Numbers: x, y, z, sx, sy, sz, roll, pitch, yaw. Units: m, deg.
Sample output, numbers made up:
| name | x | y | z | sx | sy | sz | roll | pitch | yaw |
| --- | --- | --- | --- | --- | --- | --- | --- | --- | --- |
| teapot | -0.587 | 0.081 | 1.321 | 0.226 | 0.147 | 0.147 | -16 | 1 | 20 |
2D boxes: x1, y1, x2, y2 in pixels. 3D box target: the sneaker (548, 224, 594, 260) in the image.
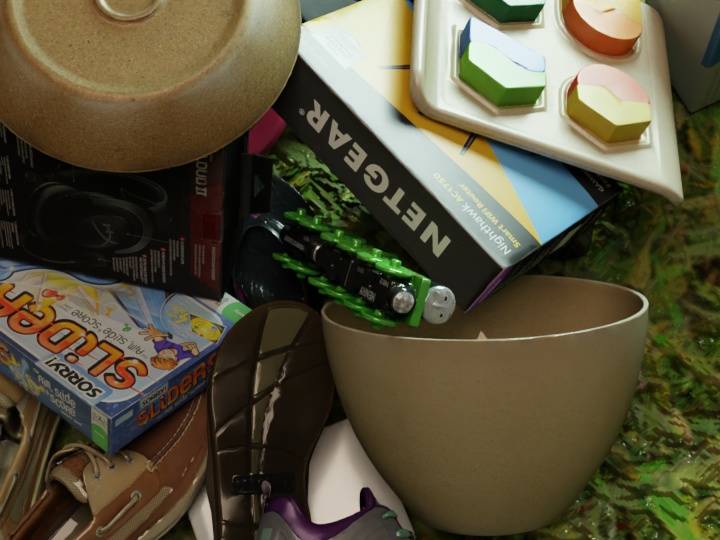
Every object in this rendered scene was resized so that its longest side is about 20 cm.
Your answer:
| name | x | y | z | sx | sy | sz | roll | pitch | yaw |
| --- | --- | --- | --- | --- | --- | --- | --- | --- | --- |
| sneaker | 0.079 | -0.091 | 1.096 | 0.199 | 0.076 | 0.114 | 19 | 66 | 6 |

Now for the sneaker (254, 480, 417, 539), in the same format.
| name | x | y | z | sx | sy | sz | roll | pitch | yaw |
| --- | --- | --- | --- | --- | --- | --- | --- | --- | --- |
| sneaker | 0.031 | 0.177 | 0.938 | 0.199 | 0.074 | 0.088 | 9 | 77 | -8 |

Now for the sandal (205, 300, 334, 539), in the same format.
| name | x | y | z | sx | sy | sz | roll | pitch | yaw |
| --- | --- | --- | --- | --- | --- | --- | --- | --- | --- |
| sandal | -0.060 | 0.119 | 0.991 | 0.081 | 0.055 | 0.201 | 2 | 81 | -18 |

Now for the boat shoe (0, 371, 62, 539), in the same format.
| name | x | y | z | sx | sy | sz | roll | pitch | yaw |
| --- | --- | --- | --- | --- | --- | --- | --- | --- | --- |
| boat shoe | -0.231 | 0.089 | 1.022 | 0.071 | 0.076 | 0.201 | -4 | 63 | 3 |

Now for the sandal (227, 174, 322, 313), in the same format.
| name | x | y | z | sx | sy | sz | roll | pitch | yaw |
| --- | --- | --- | --- | --- | --- | --- | --- | --- | --- |
| sandal | -0.059 | 0.016 | 1.066 | 0.075 | 0.048 | 0.201 | -8 | 67 | -2 |

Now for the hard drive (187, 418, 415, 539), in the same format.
| name | x | y | z | sx | sy | sz | roll | pitch | yaw |
| --- | --- | --- | --- | --- | --- | --- | --- | --- | --- |
| hard drive | -0.022 | 0.205 | 0.994 | 0.132 | 0.027 | 0.200 | -20 | 68 | -6 |

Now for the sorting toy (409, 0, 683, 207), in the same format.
| name | x | y | z | sx | sy | sz | roll | pitch | yaw |
| --- | --- | --- | --- | --- | --- | --- | --- | --- | --- |
| sorting toy | 0.125 | -0.143 | 1.020 | 0.200 | 0.036 | 0.185 | 20 | 45 | -16 |

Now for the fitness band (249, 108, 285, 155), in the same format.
| name | x | y | z | sx | sy | sz | roll | pitch | yaw |
| --- | --- | --- | --- | --- | --- | --- | --- | --- | --- |
| fitness band | -0.147 | -0.138 | 1.118 | 0.199 | 0.037 | 0.144 | 13 | 86 | 3 |

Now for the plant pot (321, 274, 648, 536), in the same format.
| name | x | y | z | sx | sy | sz | roll | pitch | yaw |
| --- | --- | --- | --- | --- | --- | --- | --- | --- | --- |
| plant pot | 0.078 | 0.086 | 0.972 | 0.200 | 0.200 | 0.135 | -3 | 99 | 1 |

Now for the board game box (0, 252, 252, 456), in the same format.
| name | x | y | z | sx | sy | sz | roll | pitch | yaw |
| --- | --- | --- | --- | --- | --- | --- | --- | --- | --- |
| board game box | -0.183 | 0.024 | 1.026 | 0.200 | 0.035 | 0.135 | 31 | 45 | 26 |

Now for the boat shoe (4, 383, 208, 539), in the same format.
| name | x | y | z | sx | sy | sz | roll | pitch | yaw |
| --- | --- | --- | --- | --- | --- | --- | --- | --- | --- |
| boat shoe | -0.160 | 0.140 | 0.990 | 0.076 | 0.072 | 0.200 | 14 | 63 | 42 |

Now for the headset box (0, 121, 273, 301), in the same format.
| name | x | y | z | sx | sy | sz | roll | pitch | yaw |
| --- | --- | --- | --- | --- | --- | --- | --- | --- | --- |
| headset box | -0.154 | -0.068 | 0.990 | 0.199 | 0.149 | 0.077 | 10 | 50 | 3 |

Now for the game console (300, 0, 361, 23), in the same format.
| name | x | y | z | sx | sy | sz | roll | pitch | yaw |
| --- | --- | --- | --- | --- | --- | --- | --- | --- | --- |
| game console | 0.065 | -0.242 | 1.131 | 0.170 | 0.118 | 0.201 | 24 | 64 | -24 |

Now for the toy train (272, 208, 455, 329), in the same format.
| name | x | y | z | sx | sy | sz | roll | pitch | yaw |
| --- | --- | --- | --- | --- | --- | --- | --- | --- | --- |
| toy train | 0.000 | 0.000 | 0.971 | 0.056 | 0.200 | 0.042 | 14 | 97 | -25 |

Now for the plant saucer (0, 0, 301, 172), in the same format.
| name | x | y | z | sx | sy | sz | roll | pitch | yaw |
| --- | --- | --- | --- | --- | --- | --- | --- | --- | --- |
| plant saucer | -0.134 | -0.154 | 0.921 | 0.200 | 0.035 | 0.201 | 1 | 67 | -2 |

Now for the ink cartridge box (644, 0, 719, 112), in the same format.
| name | x | y | z | sx | sy | sz | roll | pitch | yaw |
| --- | --- | --- | --- | --- | --- | --- | --- | --- | --- |
| ink cartridge box | 0.309 | -0.212 | 1.101 | 0.200 | 0.145 | 0.084 | -24 | 68 | -9 |

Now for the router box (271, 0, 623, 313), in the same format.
| name | x | y | z | sx | sy | sz | roll | pitch | yaw |
| --- | --- | --- | --- | --- | --- | --- | --- | --- | --- |
| router box | 0.050 | -0.083 | 0.988 | 0.200 | 0.051 | 0.149 | 46 | 43 | 11 |
